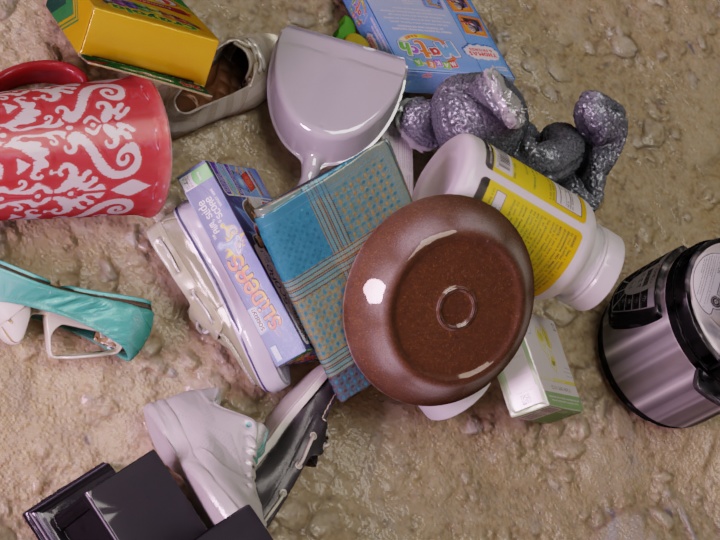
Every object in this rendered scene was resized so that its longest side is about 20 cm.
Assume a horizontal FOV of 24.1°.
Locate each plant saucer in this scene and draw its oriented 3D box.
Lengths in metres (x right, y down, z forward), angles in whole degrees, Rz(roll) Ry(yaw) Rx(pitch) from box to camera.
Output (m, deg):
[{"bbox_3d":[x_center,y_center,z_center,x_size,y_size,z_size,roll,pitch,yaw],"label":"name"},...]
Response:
[{"bbox_3d":[0.081,0.032,1.543,0.200,0.037,0.201,-5,103,-23],"label":"plant saucer"}]

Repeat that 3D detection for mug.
[{"bbox_3d":[-0.296,-0.110,1.528,0.199,0.177,0.134,-8,110,-30],"label":"mug"}]

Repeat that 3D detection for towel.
[{"bbox_3d":[0.000,0.000,1.536,0.146,0.022,0.201,-29,109,-18],"label":"towel"}]

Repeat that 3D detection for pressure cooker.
[{"bbox_3d":[0.372,0.060,1.788,0.178,0.200,0.177,-10,74,-34],"label":"pressure cooker"}]

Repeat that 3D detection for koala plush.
[{"bbox_3d":[0.146,-0.132,1.736,0.200,0.177,0.184,39,57,-35],"label":"koala plush"}]

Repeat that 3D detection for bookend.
[{"bbox_3d":[-0.157,0.235,1.380,0.092,0.200,0.199,-31,87,-38],"label":"bookend"}]

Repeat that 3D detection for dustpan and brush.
[{"bbox_3d":[-0.041,-0.135,1.681,0.139,0.057,0.201,16,61,-1],"label":"dustpan and brush"}]

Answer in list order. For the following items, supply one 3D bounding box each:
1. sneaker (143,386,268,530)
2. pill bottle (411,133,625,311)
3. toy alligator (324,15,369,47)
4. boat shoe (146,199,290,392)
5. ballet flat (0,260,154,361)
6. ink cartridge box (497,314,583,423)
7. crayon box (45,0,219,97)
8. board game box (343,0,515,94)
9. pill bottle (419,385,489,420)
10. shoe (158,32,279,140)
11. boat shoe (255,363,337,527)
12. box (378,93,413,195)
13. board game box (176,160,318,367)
[{"bbox_3d":[-0.112,0.168,1.461,0.088,0.075,0.200,-22,48,-19],"label":"sneaker"},{"bbox_3d":[0.155,-0.041,1.640,0.200,0.112,0.113,28,56,-20],"label":"pill bottle"},{"bbox_3d":[-0.022,-0.179,1.746,0.054,0.059,0.201,6,65,-29],"label":"toy alligator"},{"bbox_3d":[-0.132,0.030,1.584,0.201,0.062,0.072,62,8,8],"label":"boat shoe"},{"bbox_3d":[-0.279,0.038,1.485,0.199,0.067,0.071,16,74,-22],"label":"ballet flat"},{"bbox_3d":[0.158,0.054,1.710,0.145,0.048,0.201,18,52,-67],"label":"ink cartridge box"},{"bbox_3d":[-0.212,-0.228,1.581,0.126,0.051,0.200,12,19,-27],"label":"crayon box"},{"bbox_3d":[0.063,-0.271,1.819,0.151,0.037,0.200,0,49,-33],"label":"board game box"},{"bbox_3d":[0.042,0.046,1.633,0.200,0.111,0.111,52,50,-21],"label":"pill bottle"},{"bbox_3d":[-0.132,-0.190,1.687,0.200,0.053,0.070,-38,90,-38],"label":"shoe"},{"bbox_3d":[-0.064,0.162,1.551,0.060,0.074,0.200,43,56,-7],"label":"boat shoe"},{"bbox_3d":[0.030,-0.104,1.755,0.041,0.039,0.201,12,62,-26],"label":"box"},{"bbox_3d":[-0.090,-0.007,1.591,0.201,0.034,0.135,62,15,9],"label":"board game box"}]
